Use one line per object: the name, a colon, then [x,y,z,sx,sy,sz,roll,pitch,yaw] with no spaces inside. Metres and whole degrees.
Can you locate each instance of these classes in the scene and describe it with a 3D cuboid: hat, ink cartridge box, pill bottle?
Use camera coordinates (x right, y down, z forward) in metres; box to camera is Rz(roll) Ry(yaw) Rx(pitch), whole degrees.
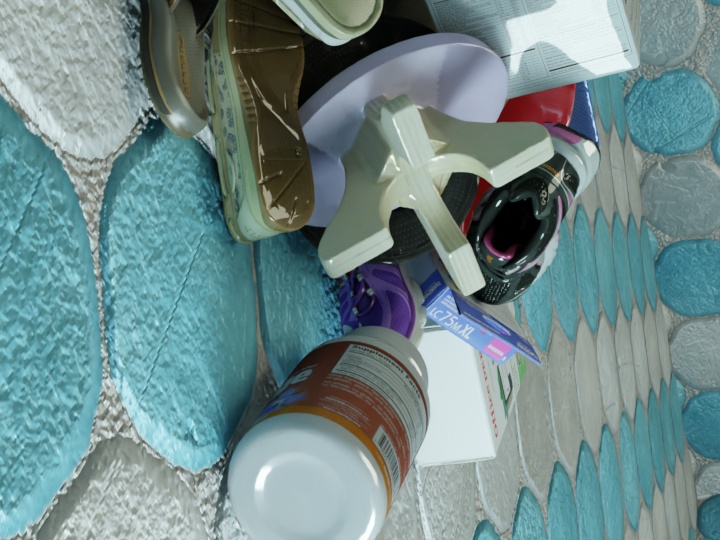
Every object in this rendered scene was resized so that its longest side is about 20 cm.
hat: [0.004,-0.107,1.106,0.081,0.199,0.203,-163,-118,-71]
ink cartridge box: [0.101,0.084,1.361,0.200,0.083,0.148,-57,136,-63]
ink cartridge box: [0.081,0.007,1.222,0.119,0.042,0.201,33,20,-39]
pill bottle: [-0.013,0.116,0.976,0.200,0.111,0.113,-52,132,-65]

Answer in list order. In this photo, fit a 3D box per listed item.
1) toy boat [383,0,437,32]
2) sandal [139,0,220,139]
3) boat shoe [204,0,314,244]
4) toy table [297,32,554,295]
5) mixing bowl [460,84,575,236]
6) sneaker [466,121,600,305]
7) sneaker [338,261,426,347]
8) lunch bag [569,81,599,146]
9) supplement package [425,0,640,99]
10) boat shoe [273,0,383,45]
toy boat: [0.098,-0.258,1.313,0.200,0.130,0.132,-99,-149,-72]
sandal: [-0.114,-0.187,0.870,0.082,0.054,0.202,26,53,-68]
boat shoe: [-0.081,-0.121,0.959,0.073,0.062,0.202,7,73,-44]
toy table: [0.038,-0.079,0.988,0.184,0.199,0.117,48,5,-43]
mixing bowl: [0.099,-0.119,1.221,0.200,0.108,0.201,-47,151,-36]
sneaker: [0.116,-0.031,1.083,0.086,0.080,0.201,-49,165,-35]
sneaker: [0.000,0.000,1.146,0.083,0.080,0.202,39,35,-44]
lunch bag: [0.141,-0.158,1.380,0.132,0.198,0.137,-128,-161,-59]
supplement package: [0.126,-0.276,1.063,0.192,0.146,0.201,-79,150,-47]
boat shoe: [-0.068,-0.238,0.927,0.075,0.068,0.201,-41,104,-22]
